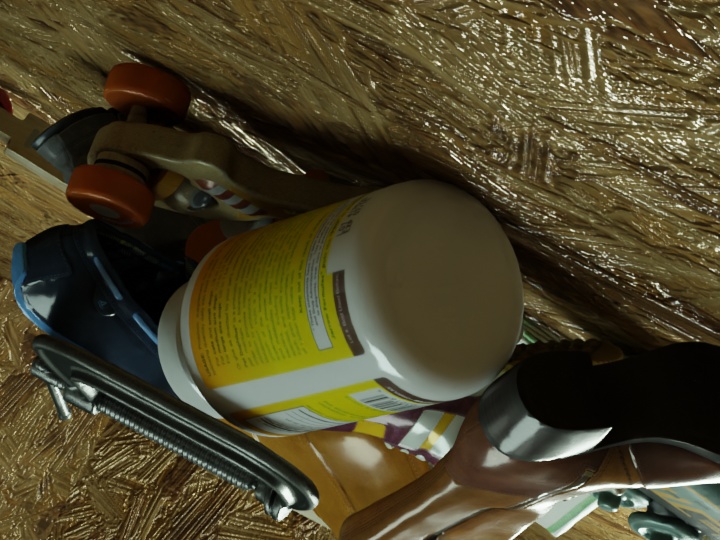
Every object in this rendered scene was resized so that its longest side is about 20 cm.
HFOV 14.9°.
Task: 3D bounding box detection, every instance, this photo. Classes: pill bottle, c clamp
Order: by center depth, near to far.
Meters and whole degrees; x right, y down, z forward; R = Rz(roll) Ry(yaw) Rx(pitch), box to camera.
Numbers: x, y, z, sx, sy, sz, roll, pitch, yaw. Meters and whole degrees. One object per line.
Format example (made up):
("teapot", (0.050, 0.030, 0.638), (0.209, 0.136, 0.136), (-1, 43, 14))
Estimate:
("pill bottle", (-0.017, 0.024, 1.399), (0.109, 0.110, 0.200), (32, 152, -30))
("c clamp", (-0.101, 0.083, 1.480), (0.199, 0.027, 0.171), (26, 164, 20))

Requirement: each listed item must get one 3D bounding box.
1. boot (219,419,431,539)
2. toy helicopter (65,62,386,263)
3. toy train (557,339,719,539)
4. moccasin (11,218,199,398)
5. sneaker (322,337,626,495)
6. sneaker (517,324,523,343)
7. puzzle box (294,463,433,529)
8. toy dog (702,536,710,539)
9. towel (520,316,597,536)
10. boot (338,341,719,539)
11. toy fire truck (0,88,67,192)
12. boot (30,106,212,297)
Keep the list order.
("boot", (-0.026, 0.123, 1.645), (0.201, 0.071, 0.145), (-34, 79, 56))
("toy helicopter", (-0.053, -0.038, 1.487), (0.199, 0.079, 0.132), (12, 162, 20))
("toy train", (0.180, 0.104, 1.598), (0.114, 0.086, 0.200), (-1, 150, 48))
("moccasin", (-0.104, 0.030, 1.509), (0.068, 0.081, 0.200), (-27, 149, 28))
("sneaker", (0.052, 0.091, 1.516), (0.199, 0.091, 0.075), (-4, -170, 22))
("sneaker", (0.009, 0.026, 1.504), (0.076, 0.105, 0.200), (65, 162, -16))
("puzzle box", (0.018, 0.112, 1.917), (0.133, 0.200, 0.026), (26, 132, 22))
("toy dog", (0.274, 0.209, 1.878), (0.195, 0.139, 0.200), (64, 180, 8))
("towel", (0.086, 0.085, 1.710), (0.199, 0.023, 0.153), (31, 136, -17))
("boot", (0.111, 0.113, 1.426), (0.187, 0.069, 0.200), (-2, 152, -29))
("toy fire truck", (-0.283, -0.055, 1.913), (0.199, 0.177, 0.129), (5, 161, 34))
("boot", (-0.107, -0.038, 1.649), (0.132, 0.070, 0.200), (60, -163, 18))
